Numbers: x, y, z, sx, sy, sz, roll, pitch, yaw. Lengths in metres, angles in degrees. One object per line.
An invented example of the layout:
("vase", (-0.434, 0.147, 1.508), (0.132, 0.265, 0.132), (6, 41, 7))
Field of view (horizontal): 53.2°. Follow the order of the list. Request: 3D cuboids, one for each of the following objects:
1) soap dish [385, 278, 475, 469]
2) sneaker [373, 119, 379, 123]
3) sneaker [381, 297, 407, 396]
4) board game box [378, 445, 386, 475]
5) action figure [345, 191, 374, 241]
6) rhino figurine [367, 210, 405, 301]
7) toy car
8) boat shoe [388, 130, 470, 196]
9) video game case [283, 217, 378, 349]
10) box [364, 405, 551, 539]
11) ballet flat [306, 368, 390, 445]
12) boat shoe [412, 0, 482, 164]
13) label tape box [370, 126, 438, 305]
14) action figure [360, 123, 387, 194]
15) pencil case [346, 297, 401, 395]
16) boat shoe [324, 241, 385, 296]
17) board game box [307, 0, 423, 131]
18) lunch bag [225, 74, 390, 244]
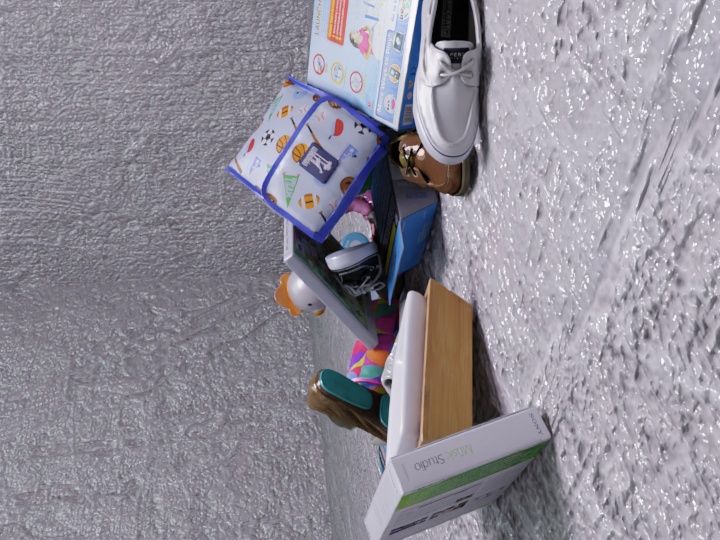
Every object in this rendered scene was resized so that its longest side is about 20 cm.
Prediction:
("soap dish", (0.077, 0.138, 0.797), (0.159, 0.079, 0.203), (97, -179, -49))
("sneaker", (-0.020, -0.226, 1.164), (0.072, 0.199, 0.073), (45, 164, 21))
("sneaker", (0.067, 0.122, 0.994), (0.071, 0.078, 0.203), (95, 170, -52))
("board game box", (0.062, 0.258, 1.173), (0.151, 0.046, 0.205), (-124, 33, -75))
("action figure", (0.023, -0.138, 1.281), (0.148, 0.133, 0.204), (-33, 64, 30))
("rhino figurine", (0.044, 0.009, 1.179), (0.088, 0.058, 0.204), (-119, 23, -52))
("toy car", (-0.066, 0.044, 1.395), (0.185, 0.196, 0.180), (109, 142, -75))
("boat shoe", (0.078, -0.129, 0.866), (0.200, 0.066, 0.074), (-126, 34, -75))
("video game case", (-0.045, -0.003, 1.074), (0.200, 0.022, 0.183), (48, -162, -29))
("box", (0.082, 0.200, 0.673), (0.201, 0.141, 0.037), (102, 148, -57))
("ballet flat", (0.011, 0.203, 0.994), (0.073, 0.197, 0.069), (-53, 18, 38))
("boat shoe", (0.095, -0.216, 0.742), (0.066, 0.070, 0.205), (118, 157, -83))
("label tape box", (0.063, -0.077, 1.006), (0.145, 0.062, 0.204), (99, 165, -57))
("action figure", (0.026, -0.181, 1.106), (0.056, 0.116, 0.200), (69, 157, 16))
("pencil case", (0.025, 0.129, 1.102), (0.202, 0.086, 0.090), (-74, -10, -54))
("boat shoe", (-0.003, 0.001, 1.034), (0.199, 0.072, 0.070), (-3, -103, -86))
("board game box", (0.018, -0.307, 0.904), (0.195, 0.055, 0.204), (36, 129, 40))
("lunch bag", (-0.067, -0.149, 0.970), (0.199, 0.123, 0.172), (38, 94, 42))
